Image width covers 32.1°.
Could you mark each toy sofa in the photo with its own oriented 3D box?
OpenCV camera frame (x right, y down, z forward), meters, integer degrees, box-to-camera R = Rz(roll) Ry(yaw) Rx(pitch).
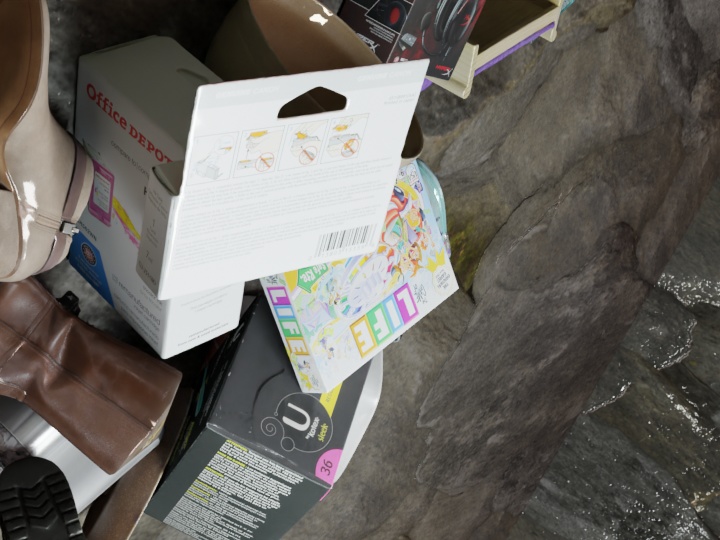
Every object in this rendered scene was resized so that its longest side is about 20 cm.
[{"bbox_3d":[0.141,-0.258,1.411,0.199,0.082,0.099,-36,147,-41],"label":"toy sofa"}]

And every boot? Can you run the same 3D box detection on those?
[{"bbox_3d":[-0.236,-0.091,0.894,0.203,0.069,0.146,-69,162,2],"label":"boot"},{"bbox_3d":[-0.252,0.109,0.947,0.188,0.199,0.064,-55,-161,-10],"label":"boot"},{"bbox_3d":[-0.232,0.263,0.960,0.076,0.202,0.139,-5,144,-19],"label":"boot"}]

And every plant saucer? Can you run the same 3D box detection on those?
[{"bbox_3d":[-0.221,0.196,1.204,0.202,0.034,0.201,-57,-168,20],"label":"plant saucer"}]

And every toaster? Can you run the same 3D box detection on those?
[{"bbox_3d":[-0.253,0.119,1.054,0.129,0.113,0.201,-46,155,-21],"label":"toaster"}]

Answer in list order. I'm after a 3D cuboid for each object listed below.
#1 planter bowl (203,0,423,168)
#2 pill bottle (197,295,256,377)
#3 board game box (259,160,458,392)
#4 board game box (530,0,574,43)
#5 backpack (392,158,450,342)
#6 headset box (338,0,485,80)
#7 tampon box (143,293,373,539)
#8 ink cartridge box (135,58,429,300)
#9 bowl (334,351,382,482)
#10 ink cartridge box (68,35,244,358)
[{"bbox_3d":[-0.062,-0.128,1.063,0.135,0.201,0.199,-42,163,23],"label":"planter bowl"},{"bbox_3d":[-0.125,0.139,1.330,0.112,0.111,0.202,-9,127,-60],"label":"pill bottle"},{"bbox_3d":[0.000,0.000,1.114,0.199,0.034,0.136,-36,113,-41],"label":"board game box"},{"bbox_3d":[0.243,-0.391,1.516,0.135,0.028,0.201,-45,154,-28],"label":"board game box"},{"bbox_3d":[-0.002,-0.048,1.270,0.151,0.176,0.201,-49,145,-26],"label":"backpack"},{"bbox_3d":[0.072,-0.300,1.231,0.148,0.075,0.202,-3,122,-61],"label":"headset box"},{"bbox_3d":[-0.096,0.151,1.155,0.200,0.125,0.151,-50,-164,49],"label":"tampon box"},{"bbox_3d":[-0.056,-0.075,0.898,0.198,0.044,0.175,-13,133,-35],"label":"ink cartridge box"},{"bbox_3d":[-0.038,0.112,1.416,0.201,0.074,0.202,116,-19,-46],"label":"bowl"},{"bbox_3d":[-0.156,-0.059,0.983,0.084,0.144,0.202,-23,139,-39],"label":"ink cartridge box"}]
